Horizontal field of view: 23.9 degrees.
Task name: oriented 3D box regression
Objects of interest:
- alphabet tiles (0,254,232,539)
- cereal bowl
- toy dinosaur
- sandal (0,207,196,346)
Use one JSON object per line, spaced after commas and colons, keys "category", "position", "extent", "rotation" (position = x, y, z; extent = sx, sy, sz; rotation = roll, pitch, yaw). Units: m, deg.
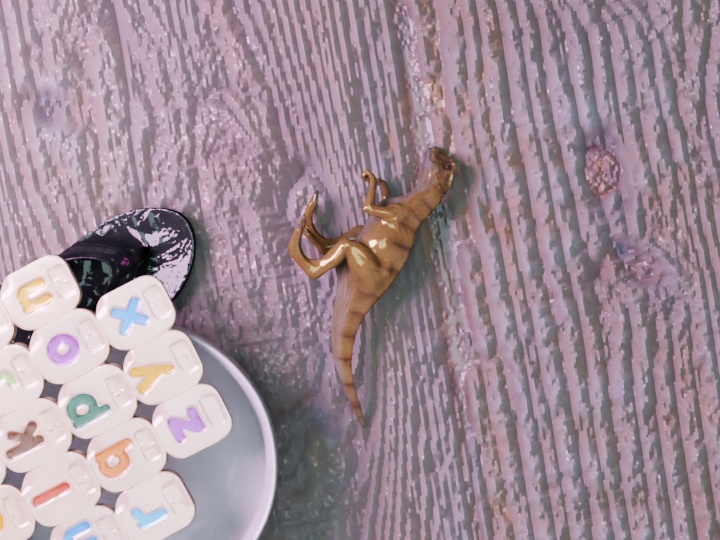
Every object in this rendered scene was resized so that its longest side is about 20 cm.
{"category": "alphabet tiles", "position": [-0.193, 0.096, 1.114], "extent": [0.195, 0.015, 0.201], "rotation": [-28, 93, 2]}
{"category": "cereal bowl", "position": [-0.153, 0.130, 1.163], "extent": [0.199, 0.083, 0.201], "rotation": [0, 92, 1]}
{"category": "toy dinosaur", "position": [0.000, 0.000, 1.168], "extent": [0.106, 0.060, 0.201], "rotation": [26, 93, -2]}
{"category": "sandal", "position": [-0.204, 0.021, 1.176], "extent": [0.200, 0.048, 0.076], "rotation": [-26, 92, 2]}
